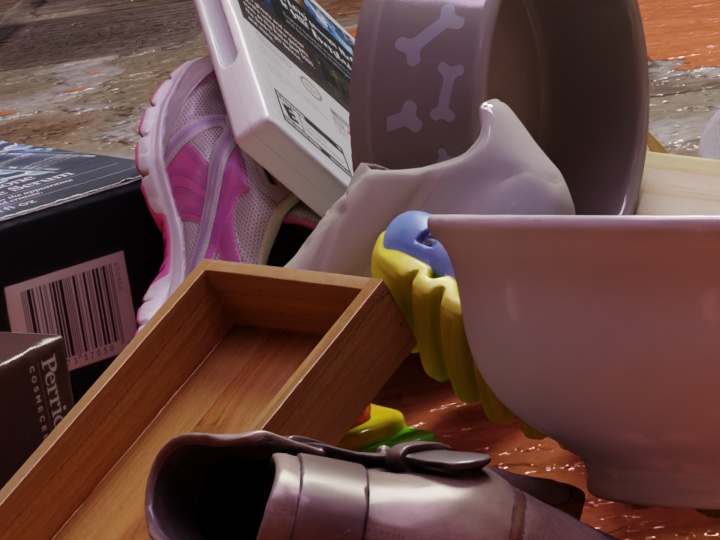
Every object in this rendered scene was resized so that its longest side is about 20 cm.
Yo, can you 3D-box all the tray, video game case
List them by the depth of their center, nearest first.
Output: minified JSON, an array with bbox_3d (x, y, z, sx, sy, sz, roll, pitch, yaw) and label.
[{"bbox_3d":[-0.074,0.079,0.889,0.098,0.037,0.200,6,45,44],"label":"tray"},{"bbox_3d":[-0.010,-0.069,1.179,0.023,0.200,0.182,-36,42,16],"label":"video game case"}]

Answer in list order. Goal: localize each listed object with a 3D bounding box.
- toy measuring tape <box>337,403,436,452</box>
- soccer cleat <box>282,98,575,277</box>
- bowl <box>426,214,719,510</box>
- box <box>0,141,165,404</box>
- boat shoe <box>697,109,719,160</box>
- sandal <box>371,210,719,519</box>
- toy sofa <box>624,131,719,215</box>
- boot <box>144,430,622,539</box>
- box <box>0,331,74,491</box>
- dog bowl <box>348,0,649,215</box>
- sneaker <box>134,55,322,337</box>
[{"bbox_3d":[-0.024,0.078,0.978,0.073,0.074,0.200,-13,5,-17],"label":"toy measuring tape"},{"bbox_3d":[0.000,0.000,1.033,0.199,0.078,0.069,-28,-10,27],"label":"soccer cleat"},{"bbox_3d":[0.120,0.026,0.791,0.200,0.091,0.201,-1,1,0],"label":"bowl"},{"bbox_3d":[-0.195,0.007,1.245,0.148,0.108,0.199,-19,18,-35],"label":"box"},{"bbox_3d":[0.265,-0.039,1.239,0.199,0.072,0.071,25,0,38],"label":"boat shoe"},{"bbox_3d":[0.099,0.025,0.915,0.199,0.087,0.080,25,-21,5],"label":"sandal"},{"bbox_3d":[0.183,-0.012,1.167,0.199,0.083,0.098,10,66,50],"label":"toy sofa"},{"bbox_3d":[0.003,0.083,0.766,0.145,0.071,0.200,16,-13,-21],"label":"boot"},{"bbox_3d":[-0.186,0.099,0.907,0.075,0.101,0.200,1,18,30],"label":"box"},{"bbox_3d":[0.069,-0.074,1.116,0.058,0.201,0.200,2,17,31],"label":"dog bowl"},{"bbox_3d":[-0.048,-0.021,1.153,0.088,0.081,0.201,-18,54,20],"label":"sneaker"}]
